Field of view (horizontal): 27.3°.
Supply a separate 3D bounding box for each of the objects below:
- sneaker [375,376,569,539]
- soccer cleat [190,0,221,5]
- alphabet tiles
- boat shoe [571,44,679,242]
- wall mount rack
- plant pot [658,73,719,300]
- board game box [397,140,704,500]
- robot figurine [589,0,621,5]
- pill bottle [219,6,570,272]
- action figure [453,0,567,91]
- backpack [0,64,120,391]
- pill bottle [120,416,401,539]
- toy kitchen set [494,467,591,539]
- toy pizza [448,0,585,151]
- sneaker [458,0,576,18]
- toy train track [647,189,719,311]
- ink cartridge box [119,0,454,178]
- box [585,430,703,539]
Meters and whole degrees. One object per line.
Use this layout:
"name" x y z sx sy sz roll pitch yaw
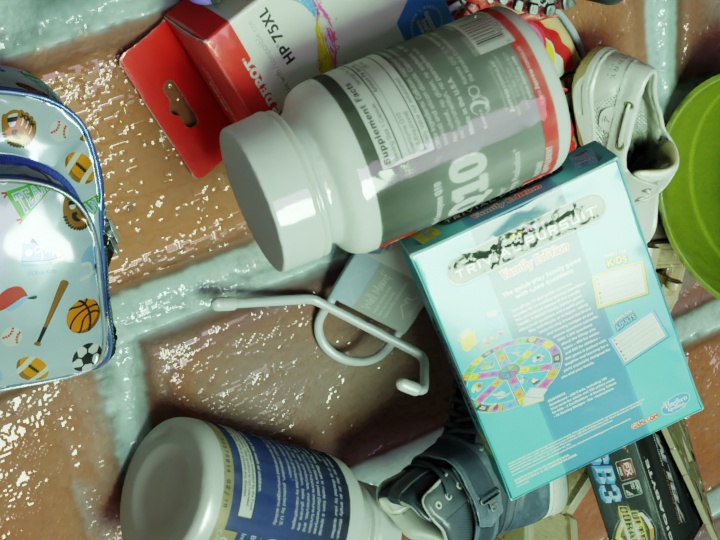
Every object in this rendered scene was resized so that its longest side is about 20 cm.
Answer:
"sneaker" 0.074 0.112 1.102 0.145 0.077 0.204 -19 101 -30
"soccer cleat" -0.148 -0.232 0.876 0.073 0.068 0.201 -30 128 2
"alphabet tiles" 0.253 0.103 1.230 0.007 0.201 0.168 -20 129 14
"boat shoe" 0.216 -0.084 1.167 0.071 0.069 0.201 -50 141 -25
"wall mount rack" 0.000 0.000 1.048 0.173 0.075 0.201 26 122 -11
"plant pot" 0.385 -0.082 1.233 0.192 0.200 0.202 -18 122 -39
"board game box" 0.130 0.036 1.004 0.150 0.047 0.201 -24 112 -3
"robot figurine" 0.137 -0.278 1.003 0.124 0.151 0.201 -12 132 23
"pill bottle" 0.021 -0.080 0.932 0.199 0.114 0.115 -24 124 -14
"action figure" 0.110 -0.116 1.054 0.098 0.065 0.201 -12 118 -9
"backpack" -0.232 -0.022 0.867 0.199 0.154 0.192 -11 107 -26
"pill bottle" -0.067 0.181 1.092 0.199 0.111 0.112 20 100 -39
"toy kitchen set" 0.168 0.200 1.202 0.163 0.200 0.181 31 93 -40
"toy pizza" 0.099 -0.111 1.114 0.199 0.032 0.202 -15 120 -28
"sneaker" 0.044 -0.209 0.917 0.199 0.075 0.081 17 108 -17
"toy train track" 0.319 -0.012 1.310 0.199 0.032 0.116 -4 114 -34
"ink cartridge box" -0.045 -0.150 0.975 0.200 0.067 0.117 -40 128 -11
"box" 0.208 0.124 1.161 0.049 0.202 0.198 -20 173 16
